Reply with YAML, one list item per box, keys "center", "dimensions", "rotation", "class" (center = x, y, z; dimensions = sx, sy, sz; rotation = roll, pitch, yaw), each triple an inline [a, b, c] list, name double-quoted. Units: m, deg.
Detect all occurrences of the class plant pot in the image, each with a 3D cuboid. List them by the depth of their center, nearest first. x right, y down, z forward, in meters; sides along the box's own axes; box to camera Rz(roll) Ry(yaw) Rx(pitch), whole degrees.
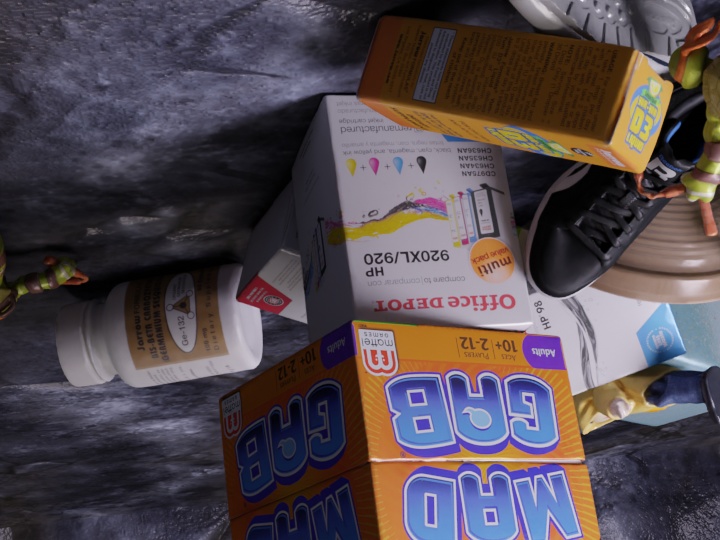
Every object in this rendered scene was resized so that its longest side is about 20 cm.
- center: [0.260, -0.055, 1.057]
  dimensions: [0.200, 0.201, 0.093]
  rotation: [-3, 118, -14]
  class: "plant pot"
- center: [0.324, 0.057, 1.294]
  dimensions: [0.200, 0.197, 0.196]
  rotation: [6, 157, -45]
  class: "plant pot"

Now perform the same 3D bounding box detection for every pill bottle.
- center: [-0.212, 0.063, 1.248]
  dimensions: [0.200, 0.115, 0.114]
  rotation: [-10, 161, 6]
  class: "pill bottle"

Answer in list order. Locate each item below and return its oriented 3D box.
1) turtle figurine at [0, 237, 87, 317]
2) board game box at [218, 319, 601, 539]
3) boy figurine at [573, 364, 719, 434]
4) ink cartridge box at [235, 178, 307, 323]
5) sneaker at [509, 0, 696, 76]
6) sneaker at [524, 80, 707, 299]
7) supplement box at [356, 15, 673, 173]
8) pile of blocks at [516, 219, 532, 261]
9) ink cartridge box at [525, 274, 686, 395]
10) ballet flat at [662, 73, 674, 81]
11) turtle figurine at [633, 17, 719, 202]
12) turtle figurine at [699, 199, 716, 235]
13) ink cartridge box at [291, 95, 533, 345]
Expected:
- center: [-0.367, 0.017, 1.111]
  dimensions: [0.200, 0.065, 0.161]
  rotation: [-8, 160, -3]
  class: "turtle figurine"
- center: [0.033, 0.168, 0.897]
  dimensions: [0.200, 0.200, 0.200]
  rotation: [6, 156, -34]
  class: "board game box"
- center: [0.278, 0.125, 1.153]
  dimensions: [0.124, 0.065, 0.200]
  rotation: [-13, 178, -41]
  class: "boy figurine"
- center: [0.000, 0.000, 1.117]
  dimensions: [0.200, 0.086, 0.148]
  rotation: [17, 153, -17]
  class: "ink cartridge box"
- center: [0.151, -0.167, 0.797]
  dimensions: [0.080, 0.077, 0.200]
  rotation: [-12, 162, 43]
  class: "sneaker"
- center: [0.194, -0.062, 0.856]
  dimensions: [0.200, 0.073, 0.112]
  rotation: [-52, -177, 3]
  class: "sneaker"
- center: [0.098, -0.119, 0.782]
  dimensions: [0.200, 0.069, 0.067]
  rotation: [14, 176, 36]
  class: "supplement box"
- center: [0.172, -0.040, 1.214]
  dimensions: [0.200, 0.082, 0.062]
  rotation: [-6, 120, -35]
  class: "pile of blocks"
- center: [0.199, 0.057, 1.148]
  dimensions: [0.200, 0.116, 0.067]
  rotation: [-22, -166, 8]
  class: "ink cartridge box"
- center: [0.275, -0.144, 0.938]
  dimensions: [0.200, 0.067, 0.067]
  rotation: [-8, 140, -9]
  class: "ballet flat"
- center: [0.263, -0.121, 0.740]
  dimensions: [0.161, 0.200, 0.064]
  rotation: [22, -165, 16]
  class: "turtle figurine"
- center: [0.366, -0.042, 0.960]
  dimensions: [0.161, 0.200, 0.064]
  rotation: [-36, -161, 6]
  class: "turtle figurine"
- center: [0.035, -0.023, 0.962]
  dimensions: [0.147, 0.200, 0.145]
  rotation: [-2, 161, -16]
  class: "ink cartridge box"
